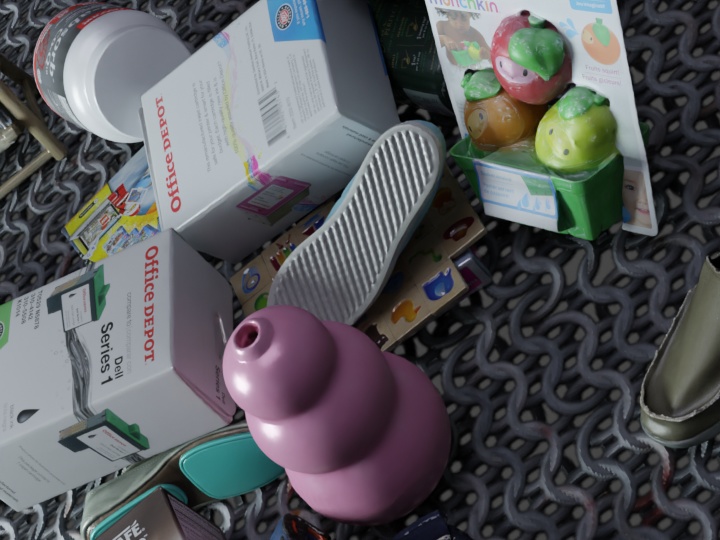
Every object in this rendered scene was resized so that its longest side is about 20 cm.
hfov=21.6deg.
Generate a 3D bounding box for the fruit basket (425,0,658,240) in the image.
[{"bbox_3d":[0.121,-0.122,1.346,0.185,0.201,0.094,17,49,43],"label":"fruit basket"}]

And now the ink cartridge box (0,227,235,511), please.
[{"bbox_3d":[-0.201,0.075,1.441,0.199,0.084,0.147,-24,45,19],"label":"ink cartridge box"}]

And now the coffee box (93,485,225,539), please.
[{"bbox_3d":[-0.132,0.269,1.344,0.113,0.080,0.200,-40,44,7],"label":"coffee box"}]

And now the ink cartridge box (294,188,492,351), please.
[{"bbox_3d":[0.015,-0.032,1.482,0.119,0.042,0.201,-35,43,11],"label":"ink cartridge box"}]

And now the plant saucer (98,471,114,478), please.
[{"bbox_3d":[-0.201,0.091,1.517,0.199,0.036,0.201,-19,47,22],"label":"plant saucer"}]

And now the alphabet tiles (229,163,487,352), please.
[{"bbox_3d":[0.000,0.000,1.439,0.200,0.008,0.168,-38,45,10],"label":"alphabet tiles"}]

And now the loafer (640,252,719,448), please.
[{"bbox_3d":[0.240,0.023,1.243,0.075,0.070,0.201,21,74,45],"label":"loafer"}]

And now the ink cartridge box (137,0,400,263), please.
[{"bbox_3d":[-0.075,-0.119,1.501,0.199,0.084,0.145,-32,55,30],"label":"ink cartridge box"}]

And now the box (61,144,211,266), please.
[{"bbox_3d":[-0.157,-0.063,1.637,0.200,0.038,0.137,-45,43,2],"label":"box"}]

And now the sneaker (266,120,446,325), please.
[{"bbox_3d":[0.006,-0.025,1.413,0.074,0.082,0.200,40,107,6],"label":"sneaker"}]

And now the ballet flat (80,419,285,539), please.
[{"bbox_3d":[-0.132,0.150,1.444,0.199,0.067,0.064,-30,34,16],"label":"ballet flat"}]

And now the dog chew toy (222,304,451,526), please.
[{"bbox_3d":[-0.022,0.093,1.300,0.124,0.200,0.125,-20,50,25],"label":"dog chew toy"}]

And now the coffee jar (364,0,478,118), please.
[{"bbox_3d":[0.026,-0.185,1.547,0.199,0.085,0.105,13,83,42],"label":"coffee jar"}]

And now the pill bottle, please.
[{"bbox_3d":[-0.214,-0.175,1.668,0.116,0.116,0.200,-52,24,-6],"label":"pill bottle"}]

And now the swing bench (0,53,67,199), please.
[{"bbox_3d":[-0.422,-0.138,1.780,0.199,0.200,0.130,-39,44,8],"label":"swing bench"}]

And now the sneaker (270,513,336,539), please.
[{"bbox_3d":[-0.046,0.228,1.270,0.075,0.200,0.079,28,96,4],"label":"sneaker"}]

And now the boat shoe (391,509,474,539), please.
[{"bbox_3d":[0.014,0.249,1.265,0.200,0.075,0.093,-41,25,8],"label":"boat shoe"}]
